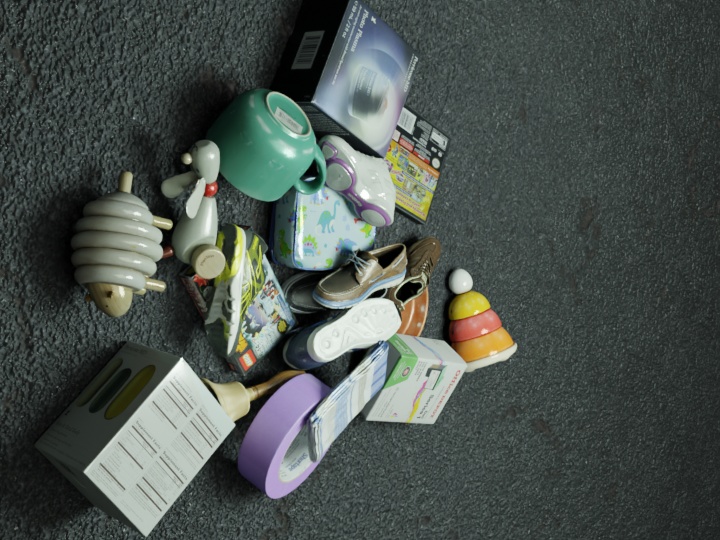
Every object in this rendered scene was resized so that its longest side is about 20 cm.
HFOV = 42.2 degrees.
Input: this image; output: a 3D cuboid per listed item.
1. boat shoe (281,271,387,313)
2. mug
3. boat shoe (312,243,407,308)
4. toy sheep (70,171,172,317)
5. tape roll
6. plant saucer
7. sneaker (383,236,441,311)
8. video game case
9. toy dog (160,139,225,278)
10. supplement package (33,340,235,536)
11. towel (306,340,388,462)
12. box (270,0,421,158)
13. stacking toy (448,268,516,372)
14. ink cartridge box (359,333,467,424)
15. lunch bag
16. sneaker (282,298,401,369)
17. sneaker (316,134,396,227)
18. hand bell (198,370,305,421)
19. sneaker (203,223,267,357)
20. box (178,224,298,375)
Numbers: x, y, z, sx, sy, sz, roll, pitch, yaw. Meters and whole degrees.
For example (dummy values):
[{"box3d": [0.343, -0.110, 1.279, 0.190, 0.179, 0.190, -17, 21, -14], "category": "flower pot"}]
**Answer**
[{"box3d": [-0.045, 0.039, 1.615, 0.198, 0.067, 0.073, -1, 94, -32], "category": "boat shoe"}, {"box3d": [-0.132, -0.200, 1.426, 0.184, 0.114, 0.153, -5, 58, -54], "category": "mug"}, {"box3d": [0.000, 0.000, 1.561, 0.199, 0.072, 0.073, -25, 138, -42], "category": "boat shoe"}, {"box3d": [-0.333, -0.037, 1.290, 0.137, 0.137, 0.203, 15, 72, -45], "category": "toy sheep"}, {"box3d": [-0.113, 0.274, 1.545, 0.200, 0.065, 0.202, -43, 152, -30], "category": "tape roll"}, {"box3d": [0.053, 0.068, 1.763, 0.199, 0.032, 0.204, -9, 103, -43], "category": "plant saucer"}, {"box3d": [0.105, 0.015, 1.731, 0.200, 0.075, 0.071, -48, 126, -29], "category": "sneaker"}, {"box3d": [0.083, -0.206, 1.754, 0.199, 0.025, 0.183, 26, 77, -45], "category": "video game case"}, {"box3d": [-0.256, -0.086, 1.364, 0.095, 0.131, 0.203, -9, 100, -28], "category": "toy dog"}, {"box3d": [-0.318, 0.233, 1.327, 0.201, 0.151, 0.151, -51, 127, -27], "category": "supplement package"}, {"box3d": [-0.019, 0.220, 1.551, 0.200, 0.024, 0.148, -44, 155, -30], "category": "towel"}, {"box3d": [-0.022, -0.322, 1.560, 0.198, 0.122, 0.203, 30, 76, -45], "category": "box"}, {"box3d": [0.225, 0.094, 1.901, 0.145, 0.145, 0.203, -18, 90, -42], "category": "stacking toy"}, {"box3d": [0.087, 0.204, 1.750, 0.199, 0.084, 0.146, 12, 112, -46], "category": "ink cartridge box"}, {"box3d": [-0.060, -0.083, 1.588, 0.198, 0.082, 0.163, -2, 99, -45], "category": "lunch bag"}, {"box3d": [-0.042, 0.110, 1.598, 0.198, 0.146, 0.082, -23, 92, -34], "category": "sneaker"}, {"box3d": [-0.005, -0.163, 1.548, 0.200, 0.074, 0.101, 49, 47, -39], "category": "sneaker"}, {"box3d": [-0.166, 0.196, 1.498, 0.198, 0.103, 0.106, -15, 107, -40], "category": "hand bell"}, {"box3d": [-0.182, 0.033, 1.431, 0.084, 0.074, 0.203, 6, 93, -44], "category": "sneaker"}, {"box3d": [-0.192, 0.048, 1.505, 0.137, 0.040, 0.202, -44, 125, -30], "category": "box"}]
